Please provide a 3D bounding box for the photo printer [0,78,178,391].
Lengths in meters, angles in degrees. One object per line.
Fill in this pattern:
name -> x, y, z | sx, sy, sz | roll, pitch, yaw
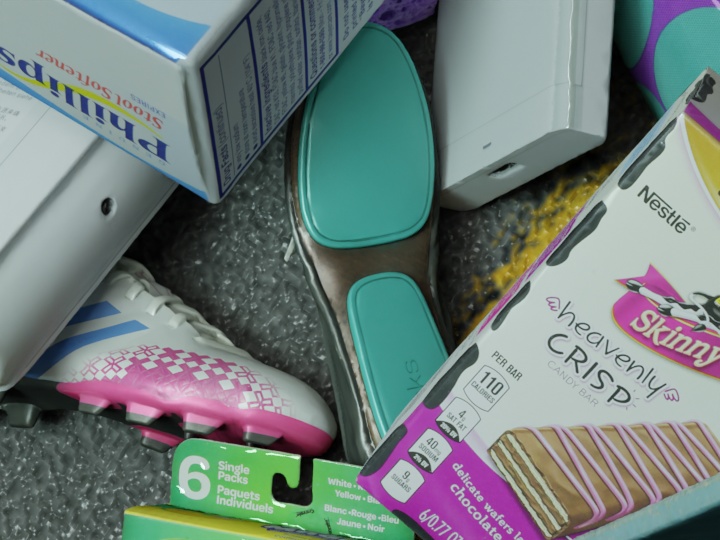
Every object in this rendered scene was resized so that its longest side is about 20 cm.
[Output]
photo printer -> -0.161, -0.051, 1.163 | 0.165, 0.070, 0.200 | 14, 53, 32

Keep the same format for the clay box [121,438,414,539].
clay box -> -0.044, 0.174, 1.075 | 0.114, 0.048, 0.202 | 7, 94, 22

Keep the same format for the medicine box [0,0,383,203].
medicine box -> -0.077, -0.162, 1.084 | 0.181, 0.103, 0.200 | 30, 64, 18

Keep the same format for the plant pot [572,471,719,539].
plant pot -> 0.204, 0.158, 0.881 | 0.198, 0.196, 0.198 | -6, 77, -18

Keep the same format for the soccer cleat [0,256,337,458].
soccer cleat -> -0.098, 0.028, 1.152 | 0.199, 0.070, 0.087 | 9, 72, 21

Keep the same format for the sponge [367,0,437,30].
sponge -> -0.055, -0.178, 1.182 | 0.111, 0.030, 0.201 | -16, 60, -22

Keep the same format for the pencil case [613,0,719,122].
pencil case -> 0.164, -0.066, 1.072 | 0.092, 0.085, 0.201 | -38, 65, 24

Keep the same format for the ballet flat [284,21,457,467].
ballet flat -> 0.000, 0.000, 1.120 | 0.067, 0.068, 0.202 | -2, 76, -19

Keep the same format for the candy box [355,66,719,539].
candy box -> 0.112, 0.046, 1.001 | 0.136, 0.061, 0.200 | 40, 116, 0

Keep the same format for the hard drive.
hard drive -> 0.069, -0.136, 1.115 | 0.026, 0.132, 0.202 | 10, 75, -21
